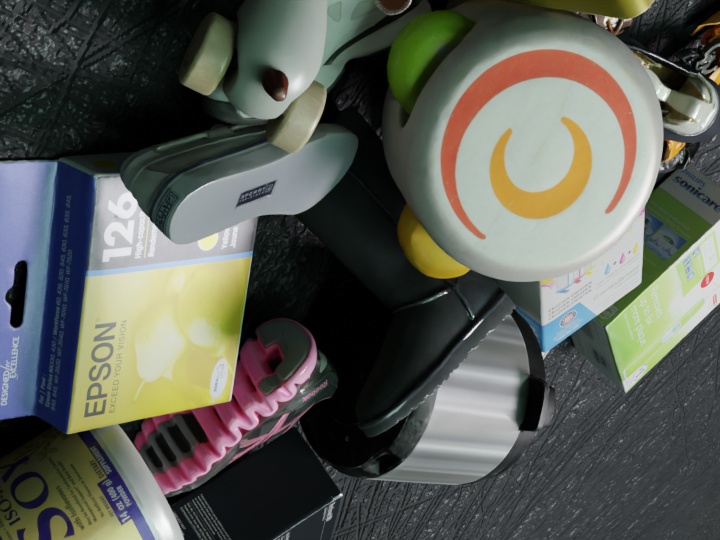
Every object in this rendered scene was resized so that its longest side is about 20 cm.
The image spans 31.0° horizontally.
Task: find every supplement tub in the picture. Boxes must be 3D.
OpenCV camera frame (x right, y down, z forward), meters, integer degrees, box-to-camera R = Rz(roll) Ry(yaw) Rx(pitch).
[{"bbox_3d":[-0.245,0.210,0.960,0.199,0.145,0.146,-32,141,-21],"label":"supplement tub"}]

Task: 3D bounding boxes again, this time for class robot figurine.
[{"bbox_3d":[0.336,-0.184,1.262,0.199,0.058,0.146,-36,142,-17],"label":"robot figurine"}]

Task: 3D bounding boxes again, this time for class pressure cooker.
[{"bbox_3d":[0.062,0.098,1.134,0.198,0.177,0.179,12,131,-40],"label":"pressure cooker"}]

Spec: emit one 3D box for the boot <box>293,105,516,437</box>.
[{"bbox_3d":[0.001,-0.001,0.979,0.165,0.201,0.066,-42,-174,-27],"label":"boot"}]

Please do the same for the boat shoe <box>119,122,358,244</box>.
[{"bbox_3d":[-0.080,-0.073,0.890,0.199,0.066,0.072,-26,150,-46],"label":"boat shoe"}]

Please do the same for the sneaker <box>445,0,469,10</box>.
[{"bbox_3d":[0.095,-0.173,1.019,0.081,0.077,0.202,-2,126,-53],"label":"sneaker"}]

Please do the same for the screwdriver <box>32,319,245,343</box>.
[{"bbox_3d":[-0.162,0.046,0.988,0.199,0.029,0.028,3,121,-52],"label":"screwdriver"}]

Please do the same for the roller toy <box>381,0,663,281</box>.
[{"bbox_3d":[0.109,-0.095,0.918,0.180,0.140,0.203,-10,110,-6],"label":"roller toy"}]

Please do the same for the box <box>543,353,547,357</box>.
[{"bbox_3d":[0.108,0.109,1.295,0.116,0.060,0.201,12,114,-49],"label":"box"}]

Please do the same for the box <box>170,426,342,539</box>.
[{"bbox_3d":[-0.098,0.238,1.145,0.140,0.079,0.201,-28,158,-20],"label":"box"}]

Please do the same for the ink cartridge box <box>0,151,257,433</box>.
[{"bbox_3d":[-0.168,0.015,0.925,0.198,0.047,0.200,-10,120,-42],"label":"ink cartridge box"}]

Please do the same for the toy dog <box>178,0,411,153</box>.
[{"bbox_3d":[-0.035,-0.171,0.797,0.130,0.096,0.203,4,101,-21],"label":"toy dog"}]

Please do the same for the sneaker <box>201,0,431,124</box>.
[{"bbox_3d":[-0.038,-0.189,0.886,0.200,0.075,0.116,-36,134,-28],"label":"sneaker"}]

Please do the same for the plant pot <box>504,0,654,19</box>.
[{"bbox_3d":[0.121,-0.303,0.820,0.201,0.199,0.177,-52,129,-12],"label":"plant pot"}]

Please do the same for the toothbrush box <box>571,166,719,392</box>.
[{"bbox_3d":[0.315,0.009,1.393,0.200,0.086,0.146,-42,143,-10],"label":"toothbrush box"}]

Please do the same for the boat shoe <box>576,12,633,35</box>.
[{"bbox_3d":[0.184,-0.215,1.017,0.201,0.070,0.071,-55,172,-21],"label":"boat shoe"}]

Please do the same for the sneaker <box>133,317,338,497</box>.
[{"bbox_3d":[-0.099,0.126,1.069,0.199,0.079,0.095,-37,148,11],"label":"sneaker"}]

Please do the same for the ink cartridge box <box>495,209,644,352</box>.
[{"bbox_3d":[0.165,-0.056,1.148,0.128,0.125,0.201,-33,142,-18],"label":"ink cartridge box"}]

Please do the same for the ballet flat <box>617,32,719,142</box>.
[{"bbox_3d":[0.263,-0.156,1.147,0.198,0.073,0.074,22,108,-27],"label":"ballet flat"}]
